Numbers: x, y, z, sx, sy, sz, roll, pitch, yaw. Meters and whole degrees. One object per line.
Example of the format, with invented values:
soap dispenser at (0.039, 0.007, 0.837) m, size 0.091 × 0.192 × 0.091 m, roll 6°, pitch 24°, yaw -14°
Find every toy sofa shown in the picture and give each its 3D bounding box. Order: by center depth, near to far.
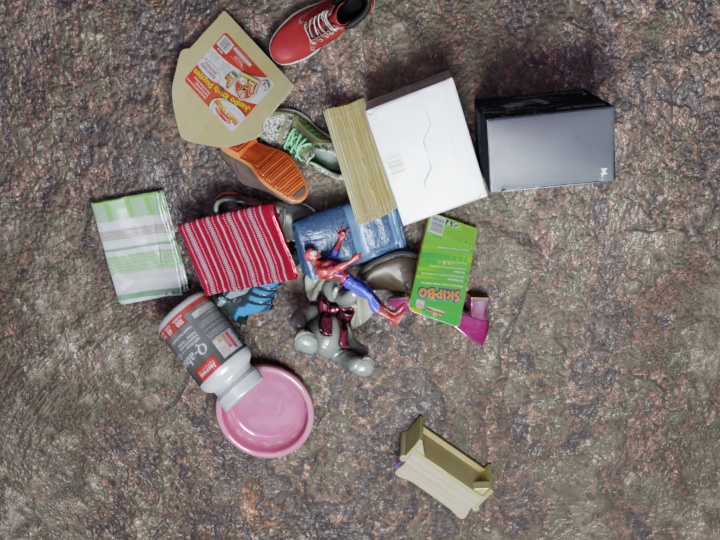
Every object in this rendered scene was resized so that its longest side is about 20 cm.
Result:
toy sofa at (0.164, 0.394, 1.528) m, size 0.198 × 0.083 × 0.098 m, roll 35°, pitch 114°, yaw -9°

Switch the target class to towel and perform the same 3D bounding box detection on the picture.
towel at (-0.214, -0.033, 1.344) m, size 0.195 × 0.023 × 0.148 m, roll -10°, pitch 112°, yaw 20°
towel at (-0.020, -0.063, 1.358) m, size 0.195 × 0.049 × 0.114 m, roll -18°, pitch 108°, yaw -9°
towel at (-0.412, -0.040, 1.428) m, size 0.145 × 0.031 × 0.205 m, roll -9°, pitch 109°, yaw 6°

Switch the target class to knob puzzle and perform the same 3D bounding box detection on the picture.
knob puzzle at (-0.234, -0.298, 1.296) m, size 0.213 × 0.030 × 0.226 m, roll 0°, pitch 92°, yaw 9°

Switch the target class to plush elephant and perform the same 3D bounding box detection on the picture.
plush elephant at (-0.045, 0.080, 1.394) m, size 0.162 × 0.199 × 0.158 m, roll 25°, pitch 88°, yaw -20°

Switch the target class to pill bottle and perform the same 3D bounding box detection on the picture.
pill bottle at (-0.275, 0.151, 1.419) m, size 0.115 × 0.116 × 0.201 m, roll -40°, pitch 86°, yaw 17°

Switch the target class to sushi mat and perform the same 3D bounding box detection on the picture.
sushi mat at (0.001, -0.187, 1.306) m, size 0.012 × 0.094 × 0.205 m, roll -9°, pitch 101°, yaw 51°

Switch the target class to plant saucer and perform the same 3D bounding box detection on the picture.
plant saucer at (-0.187, 0.273, 1.520) m, size 0.194 × 0.051 × 0.206 m, roll 1°, pitch 110°, yaw 2°

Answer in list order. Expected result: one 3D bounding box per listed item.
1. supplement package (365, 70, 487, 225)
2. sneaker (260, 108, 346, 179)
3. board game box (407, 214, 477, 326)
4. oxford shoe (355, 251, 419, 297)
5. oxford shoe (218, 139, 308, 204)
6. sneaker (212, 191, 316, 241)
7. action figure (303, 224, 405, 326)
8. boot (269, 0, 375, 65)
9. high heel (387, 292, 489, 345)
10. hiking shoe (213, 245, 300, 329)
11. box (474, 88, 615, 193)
supplement package at (0.110, -0.208, 1.291) m, size 0.152 × 0.111 × 0.204 m, roll -18°, pitch 108°, yaw 9°
sneaker at (-0.093, -0.215, 1.312) m, size 0.196 × 0.089 × 0.078 m, roll 24°, pitch 111°, yaw -5°
board game box at (0.143, -0.001, 1.336) m, size 0.093 × 0.204 × 0.030 m, roll 18°, pitch 148°, yaw -4°
oxford shoe at (0.088, 0.015, 1.368) m, size 0.194 × 0.086 × 0.074 m, roll -7°, pitch 141°, yaw -2°
oxford shoe at (-0.167, -0.171, 1.319) m, size 0.199 × 0.071 × 0.074 m, roll 40°, pitch 149°, yaw 19°
sneaker at (-0.173, -0.092, 1.359) m, size 0.194 × 0.082 × 0.079 m, roll 7°, pitch 96°, yaw 1°
action figure at (0.000, 0.000, 1.307) m, size 0.197 × 0.065 × 0.101 m, roll 29°, pitch 100°, yaw -5°
boot at (-0.069, -0.388, 1.218) m, size 0.197 × 0.145 × 0.073 m, roll -28°, pitch 109°, yaw 14°
high heel at (0.144, 0.090, 1.426) m, size 0.194 × 0.067 × 0.099 m, roll 2°, pitch 102°, yaw -11°
hiking shoe at (-0.178, 0.027, 1.424) m, size 0.198 × 0.075 × 0.087 m, roll -31°, pitch 114°, yaw 24°
box at (0.289, -0.213, 1.232) m, size 0.191 × 0.201 × 0.121 m, roll -5°, pitch 111°, yaw 5°
